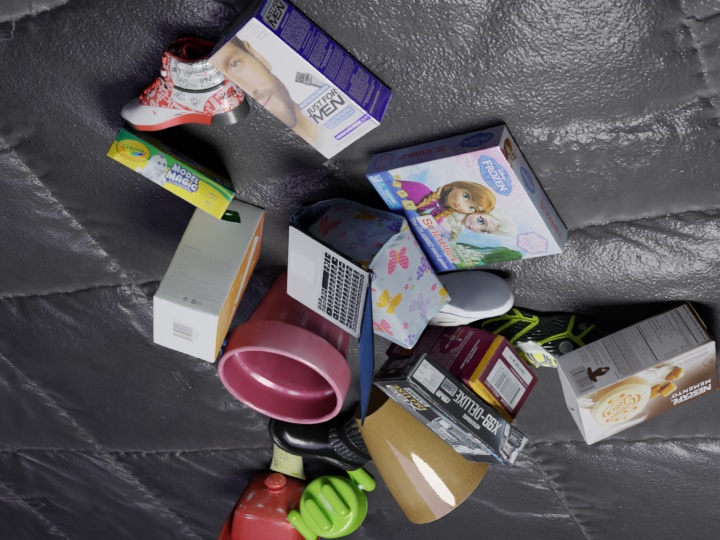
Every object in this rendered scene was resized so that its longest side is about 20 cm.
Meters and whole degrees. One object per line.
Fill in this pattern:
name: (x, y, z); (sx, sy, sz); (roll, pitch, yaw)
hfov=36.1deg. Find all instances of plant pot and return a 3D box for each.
plant pot: (-0.097, 0.106, 1.683); (0.198, 0.180, 0.201); (13, 143, 10)
plant pot: (0.087, 0.285, 1.850); (0.186, 0.187, 0.200); (-25, 113, 44)

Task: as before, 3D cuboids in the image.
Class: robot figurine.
robot figurine: (-0.050, 0.455, 2.132); (0.116, 0.175, 0.200); (48, -179, 15)

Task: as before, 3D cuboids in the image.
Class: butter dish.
butter dish: (-0.172, 0.474, 2.224); (0.197, 0.200, 0.149); (11, 120, 12)

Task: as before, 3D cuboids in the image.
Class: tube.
tube: (-0.141, 0.361, 2.150); (0.058, 0.052, 0.201); (54, 159, 24)

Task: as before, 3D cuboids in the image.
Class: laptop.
laptop: (-0.042, 0.073, 1.440); (0.199, 0.116, 0.188); (31, 152, 12)

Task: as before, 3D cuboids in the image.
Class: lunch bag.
lunch bag: (0.000, 0.000, 1.537); (0.199, 0.127, 0.170); (24, 154, 45)

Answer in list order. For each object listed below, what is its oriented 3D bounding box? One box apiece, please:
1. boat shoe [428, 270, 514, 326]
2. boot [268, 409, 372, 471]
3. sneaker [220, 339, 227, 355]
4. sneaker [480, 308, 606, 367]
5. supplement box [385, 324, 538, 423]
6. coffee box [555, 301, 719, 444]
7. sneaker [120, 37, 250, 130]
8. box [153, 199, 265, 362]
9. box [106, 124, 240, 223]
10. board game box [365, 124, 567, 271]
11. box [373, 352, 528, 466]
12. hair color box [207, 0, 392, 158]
boat shoe: (0.138, 0.045, 1.596); (0.198, 0.074, 0.065); (5, 147, 37)
boot: (-0.047, 0.288, 1.977); (0.209, 0.080, 0.158); (20, 152, -18)
sneaker: (-0.159, 0.154, 1.864); (0.198, 0.076, 0.105); (-1, 139, 28)
sneaker: (0.276, 0.107, 1.609); (0.198, 0.076, 0.077); (16, 153, 23)
supplement box: (0.148, 0.141, 1.633); (0.199, 0.086, 0.110); (14, 153, 51)
coffee box: (0.378, 0.141, 1.508); (0.198, 0.080, 0.115); (-23, 136, 0)
sneaker: (-0.239, -0.240, 1.407); (0.200, 0.067, 0.109); (4, 130, 31)
box: (-0.218, 0.008, 1.595); (0.097, 0.201, 0.125); (18, 145, 2)
box: (-0.245, -0.131, 1.509); (0.199, 0.049, 0.117); (32, -175, -14)
board game box: (0.139, -0.087, 1.438); (0.198, 0.041, 0.200); (-10, 135, 35)
box: (0.126, 0.200, 1.596); (0.200, 0.050, 0.158); (40, 163, -10)
hair color box: (-0.072, -0.234, 1.333); (0.199, 0.065, 0.109); (38, 141, -21)
